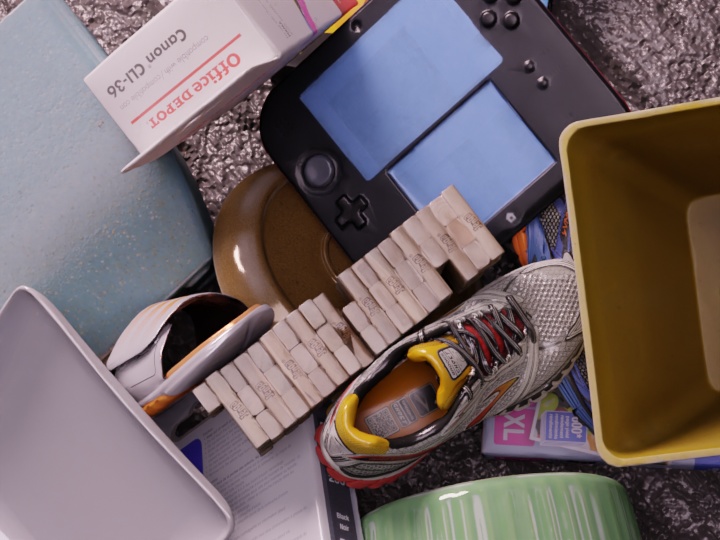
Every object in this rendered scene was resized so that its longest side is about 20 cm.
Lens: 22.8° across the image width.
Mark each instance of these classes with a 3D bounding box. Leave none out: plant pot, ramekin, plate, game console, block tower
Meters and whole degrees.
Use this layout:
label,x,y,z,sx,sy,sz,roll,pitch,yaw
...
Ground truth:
label,x,y,z,sx,sy,sz,roll,pitch,yaw
plant pot,0.000,0.000,1.179,0.199,0.028,0.201,16,50,-20
ramekin,0.086,0.194,1.114,0.199,0.200,0.098,-11,71,5
plant pot,0.249,0.004,1.077,0.199,0.176,0.201,-9,85,21
plate,-0.181,0.135,1.127,0.200,0.032,0.200,46,127,10
plant pot,-0.201,-0.038,1.199,0.196,0.196,0.200,-42,89,-2
game console,0.048,-0.095,1.139,0.200,0.031,0.177,-41,75,15
block tower,-0.007,0.034,1.088,0.200,0.054,0.058,-37,84,-7

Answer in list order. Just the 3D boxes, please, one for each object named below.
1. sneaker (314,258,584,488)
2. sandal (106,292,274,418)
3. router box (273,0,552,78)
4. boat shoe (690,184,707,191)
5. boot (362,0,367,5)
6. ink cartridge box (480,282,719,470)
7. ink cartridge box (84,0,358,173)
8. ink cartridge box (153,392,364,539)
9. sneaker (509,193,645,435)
label,x,y,z,sx,sy,sz,roll,pitch,yaw
sneaker,0.064,0.061,1.075,0.200,0.082,0.078,-37,80,-13
sandal,-0.130,0.056,1.130,0.079,0.207,0.059,-34,88,-38
router box,0.036,-0.199,1.261,0.199,0.051,0.150,9,83,9
boat shoe,0.144,-0.063,1.218,0.199,0.074,0.067,6,84,19
boot,0.019,-0.173,1.205,0.155,0.077,0.200,-40,86,7
ink cartridge box,0.183,0.072,1.201,0.199,0.042,0.120,3,80,6
ink cartridge box,-0.090,-0.138,1.107,0.116,0.200,0.068,-36,95,25
ink cartridge box,-0.085,0.159,1.155,0.198,0.043,0.201,-36,47,31
sneaker,0.148,0.015,1.145,0.078,0.075,0.201,-17,88,19
